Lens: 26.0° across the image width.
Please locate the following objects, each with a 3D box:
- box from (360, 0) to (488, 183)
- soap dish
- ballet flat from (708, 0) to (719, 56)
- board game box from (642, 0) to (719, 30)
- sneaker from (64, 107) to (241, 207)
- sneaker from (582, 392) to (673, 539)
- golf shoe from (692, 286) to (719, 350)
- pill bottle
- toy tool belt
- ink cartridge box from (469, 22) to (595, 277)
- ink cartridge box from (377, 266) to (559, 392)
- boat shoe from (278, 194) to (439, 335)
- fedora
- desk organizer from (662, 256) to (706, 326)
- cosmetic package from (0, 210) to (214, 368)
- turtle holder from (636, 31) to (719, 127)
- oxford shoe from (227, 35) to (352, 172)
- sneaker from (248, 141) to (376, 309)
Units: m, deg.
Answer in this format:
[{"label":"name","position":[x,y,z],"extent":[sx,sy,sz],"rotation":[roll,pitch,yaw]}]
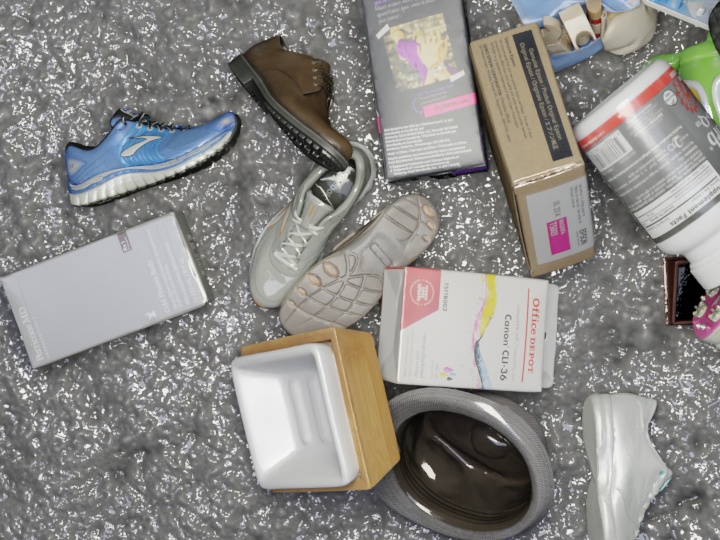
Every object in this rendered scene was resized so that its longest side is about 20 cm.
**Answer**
[{"label":"box","position":[0.066,-0.195,1.589],"extent":[0.105,0.122,0.203],"rotation":[-8,90,6]},{"label":"soap dish","position":[-0.045,0.141,1.577],"extent":[0.081,0.199,0.159],"rotation":[-13,89,-32]},{"label":"ballet flat","position":[0.394,-0.172,1.457],"extent":[0.066,0.057,0.200],"rotation":[-43,104,2]},{"label":"board game box","position":[0.388,-0.293,1.543],"extent":[0.198,0.201,0.026],"rotation":[22,136,1]},{"label":"sneaker","position":[-0.221,-0.134,1.633],"extent":[0.198,0.079,0.090],"rotation":[-17,92,4]},{"label":"sneaker","position":[0.280,0.228,1.612],"extent":[0.087,0.075,0.203],"rotation":[-1,90,-8]},{"label":"golf shoe","position":[0.413,0.004,1.524],"extent":[0.091,0.075,0.201],"rotation":[38,95,-13]},{"label":"pill bottle","position":[0.302,-0.089,1.474],"extent":[0.116,0.116,0.201],"rotation":[-39,91,4]},{"label":"toy tool belt","position":[0.204,-0.265,1.572],"extent":[0.198,0.123,0.126],"rotation":[-28,63,4]},{"label":"ink cartridge box","position":[0.169,-0.114,1.521],"extent":[0.074,0.200,0.166],"rotation":[-17,63,3]},{"label":"ink cartridge box","position":[0.122,0.061,1.583],"extent":[0.198,0.067,0.118],"rotation":[4,89,-19]},{"label":"boat shoe","position":[0.000,0.000,1.623],"extent":[0.199,0.073,0.075],"rotation":[-38,94,-2]},{"label":"fedora","position":[0.112,0.184,1.594],"extent":[0.198,0.090,0.179],"rotation":[8,118,23]},{"label":"desk organizer","position":[0.414,0.019,1.591],"extent":[0.197,0.077,0.073],"rotation":[-2,91,4]},{"label":"cosmetic package","position":[-0.264,0.019,1.635],"extent":[0.198,0.090,0.108],"rotation":[-22,92,1]},{"label":"turtle holder","position":[0.365,-0.166,1.546],"extent":[0.184,0.141,0.133],"rotation":[13,74,-25]},{"label":"oxford shoe","position":[-0.057,-0.178,1.588],"extent":[0.084,0.073,0.200],"rotation":[-38,56,-1]},{"label":"sneaker","position":[-0.057,-0.049,1.616],"extent":[0.075,0.092,0.201],"rotation":[32,94,2]}]
